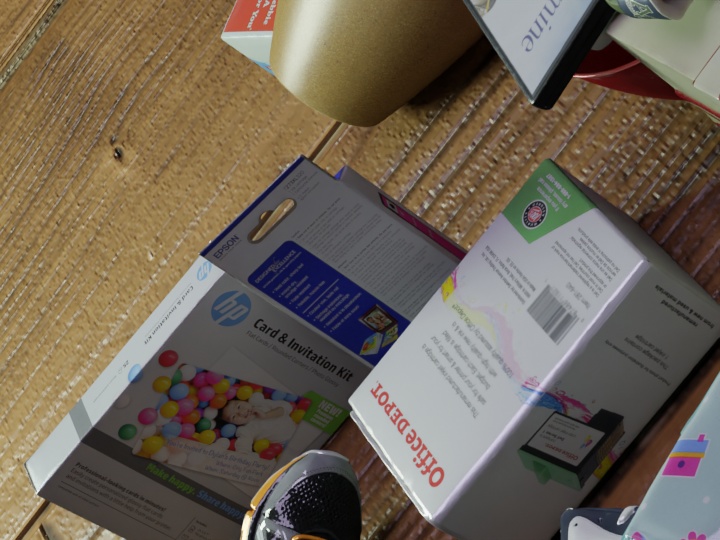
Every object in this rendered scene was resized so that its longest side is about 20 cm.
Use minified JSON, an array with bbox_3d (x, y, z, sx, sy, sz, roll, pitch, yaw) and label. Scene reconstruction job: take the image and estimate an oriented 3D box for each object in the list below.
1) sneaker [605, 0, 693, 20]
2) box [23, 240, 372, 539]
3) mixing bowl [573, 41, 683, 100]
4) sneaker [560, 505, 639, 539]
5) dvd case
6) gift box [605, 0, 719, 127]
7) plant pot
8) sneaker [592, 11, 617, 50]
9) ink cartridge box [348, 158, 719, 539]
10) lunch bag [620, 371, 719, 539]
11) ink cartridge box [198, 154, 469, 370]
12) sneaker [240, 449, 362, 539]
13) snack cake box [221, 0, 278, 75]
[{"bbox_3d":[0.198,-0.212,1.359,0.200,0.067,0.090,-52,28,11],"label":"sneaker"},{"bbox_3d":[-0.100,0.096,1.716,0.200,0.156,0.041,-49,37,11],"label":"box"},{"bbox_3d":[0.207,-0.179,1.585,0.200,0.108,0.200,-32,40,32],"label":"mixing bowl"},{"bbox_3d":[0.166,0.139,1.403,0.130,0.079,0.199,44,110,48],"label":"sneaker"},{"bbox_3d":[0.102,-0.207,1.514,0.143,0.018,0.200,-58,40,27],"label":"dvd case"},{"bbox_3d":[0.264,-0.115,1.406,0.200,0.184,0.187,-59,24,5],"label":"gift box"},{"bbox_3d":[0.021,-0.206,1.806,0.200,0.186,0.187,-58,31,24],"label":"plant pot"},{"bbox_3d":[0.150,-0.238,1.540,0.118,0.074,0.201,-43,45,33],"label":"sneaker"},{"bbox_3d":[0.103,0.056,1.549,0.200,0.084,0.145,-51,34,9],"label":"ink cartridge box"},{"bbox_3d":[0.217,0.131,1.280,0.077,0.160,0.200,17,71,51],"label":"lunch bag"},{"bbox_3d":[0.000,0.000,1.623,0.095,0.200,0.037,-43,36,19],"label":"ink cartridge box"},{"bbox_3d":[-0.040,0.210,1.610,0.077,0.078,0.200,3,76,68],"label":"sneaker"},{"bbox_3d":[-0.014,-0.247,1.963,0.115,0.067,0.200,7,69,52],"label":"snack cake box"}]
